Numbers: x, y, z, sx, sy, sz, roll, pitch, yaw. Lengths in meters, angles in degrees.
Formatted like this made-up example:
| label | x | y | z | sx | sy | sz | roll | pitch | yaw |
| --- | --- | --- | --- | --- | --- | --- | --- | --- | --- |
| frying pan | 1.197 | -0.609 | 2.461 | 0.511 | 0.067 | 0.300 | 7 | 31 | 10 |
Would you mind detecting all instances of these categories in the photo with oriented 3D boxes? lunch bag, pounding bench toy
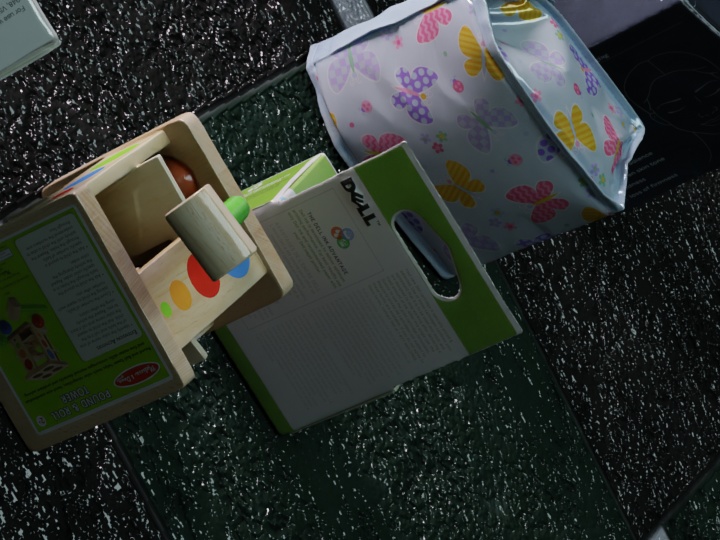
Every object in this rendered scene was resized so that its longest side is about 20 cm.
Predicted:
| label | x | y | z | sx | sy | sz | roll | pitch | yaw |
| --- | --- | --- | --- | --- | --- | --- | --- | --- | --- |
| lunch bag | 0.082 | -0.117 | 1.816 | 0.200 | 0.169 | 0.127 | 47 | 39 | -26 |
| pounding bench toy | -0.112 | -0.011 | 1.453 | 0.125 | 0.200 | 0.156 | 60 | 34 | -8 |

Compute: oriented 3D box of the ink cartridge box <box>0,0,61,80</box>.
| label | x | y | z | sx | sy | sz | roll | pitch | yaw |
| --- | --- | --- | --- | --- | --- | --- | --- | --- | --- |
| ink cartridge box | -0.256 | -0.194 | 1.412 | 0.200 | 0.083 | 0.147 | 58 | -4 | -11 |

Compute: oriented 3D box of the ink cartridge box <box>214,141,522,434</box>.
| label | x | y | z | sx | sy | sz | roll | pitch | yaw |
| --- | --- | --- | --- | --- | --- | --- | --- | --- | --- |
| ink cartridge box | 0.000 | 0.000 | 1.602 | 0.148 | 0.200 | 0.076 | 58 | 34 | -13 |

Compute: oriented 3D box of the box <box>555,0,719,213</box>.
| label | x | y | z | sx | sy | sz | roll | pitch | yaw |
| --- | --- | --- | --- | --- | --- | --- | --- | --- | --- |
| box | 0.227 | -0.172 | 2.027 | 0.196 | 0.200 | 0.124 | 33 | 44 | -40 |
